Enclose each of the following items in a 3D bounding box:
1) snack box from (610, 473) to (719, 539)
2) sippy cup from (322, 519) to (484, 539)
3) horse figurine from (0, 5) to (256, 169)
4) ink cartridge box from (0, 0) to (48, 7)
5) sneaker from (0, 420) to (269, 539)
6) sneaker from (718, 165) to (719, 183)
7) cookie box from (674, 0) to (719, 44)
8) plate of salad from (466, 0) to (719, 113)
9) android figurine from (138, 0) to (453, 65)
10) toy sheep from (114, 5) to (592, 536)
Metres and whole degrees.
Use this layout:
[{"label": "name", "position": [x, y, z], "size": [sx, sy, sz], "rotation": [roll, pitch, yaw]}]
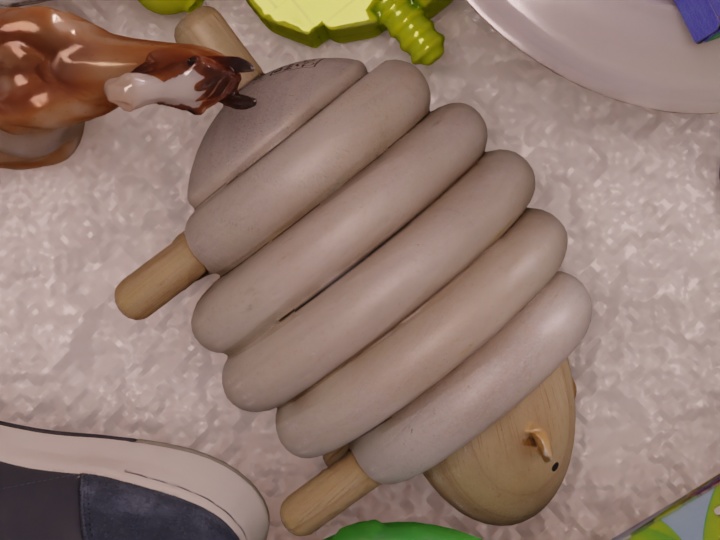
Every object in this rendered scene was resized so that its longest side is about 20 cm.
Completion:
[{"label": "snack box", "position": [0.136, 0.172, 0.779], "size": [0.142, 0.053, 0.201], "rotation": [-35, 83, 32]}, {"label": "sippy cup", "position": [0.000, 0.159, 0.737], "size": [0.139, 0.130, 0.179], "rotation": [13, 105, 16]}, {"label": "horse figurine", "position": [-0.128, -0.055, 0.791], "size": [0.132, 0.200, 0.050], "rotation": [-6, 85, -23]}, {"label": "ink cartridge box", "position": [-0.169, -0.205, 0.779], "size": [0.199, 0.041, 0.201], "rotation": [17, 108, 23]}, {"label": "sneaker", "position": [-0.145, 0.117, 0.778], "size": [0.201, 0.077, 0.147], "rotation": [3, 46, 20]}, {"label": "sneaker", "position": [0.212, -0.070, 0.811], "size": [0.199, 0.080, 0.071], "rotation": [-26, 86, 3]}, {"label": "cookie box", "position": [0.166, -0.188, 0.788], "size": [0.199, 0.075, 0.172], "rotation": [-23, 84, -23]}, {"label": "plate of salad", "position": [0.094, -0.144, 0.817], "size": [0.199, 0.048, 0.201], "rotation": [7, 72, -21]}, {"label": "android figurine", "position": [-0.018, -0.164, 0.853], "size": [0.182, 0.041, 0.200], "rotation": [-37, 82, 0]}, {"label": "toy sheep", "position": [0.000, 0.000, 0.795], "size": [0.138, 0.138, 0.200], "rotation": [-39, 97, 0]}]
